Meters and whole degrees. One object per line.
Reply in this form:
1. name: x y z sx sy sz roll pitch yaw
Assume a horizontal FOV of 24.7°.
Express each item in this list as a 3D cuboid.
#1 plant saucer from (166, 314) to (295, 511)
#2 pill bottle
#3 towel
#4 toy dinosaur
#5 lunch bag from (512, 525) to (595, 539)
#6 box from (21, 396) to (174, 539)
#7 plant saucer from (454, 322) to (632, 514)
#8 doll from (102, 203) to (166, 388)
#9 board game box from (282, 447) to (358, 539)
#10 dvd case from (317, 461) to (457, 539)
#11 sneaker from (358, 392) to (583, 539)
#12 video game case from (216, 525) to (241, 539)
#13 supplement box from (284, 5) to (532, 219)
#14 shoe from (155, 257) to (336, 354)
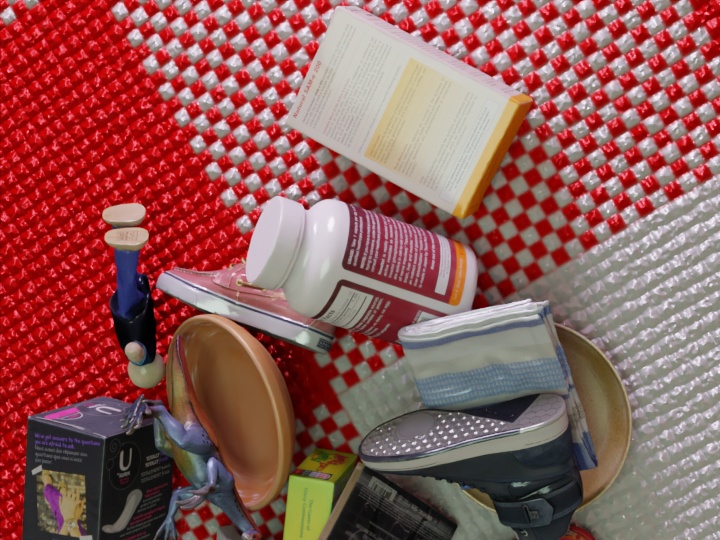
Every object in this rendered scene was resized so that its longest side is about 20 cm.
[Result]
1. plant saucer: -0.125 0.138 1.638 0.200 0.037 0.201 24 122 45
2. pill bottle: 0.000 0.000 1.544 0.199 0.113 0.113 19 106 -18
3. towel: 0.130 0.120 1.533 0.146 0.024 0.201 -11 121 18
4. toy dinosaur: -0.144 0.188 1.594 0.181 0.105 0.201 36 69 -14
5. lunch bag: 0.173 0.364 1.609 0.175 0.082 0.201 -21 93 19
6. box: -0.269 0.243 1.687 0.106 0.122 0.201 12 102 29
7. plant saucer: 0.166 0.142 1.599 0.199 0.035 0.201 3 100 15
8. doll: -0.226 0.039 1.648 0.048 0.137 0.201 -7 128 -7
9. board game box: -0.046 0.290 1.650 0.047 0.102 0.201 8 101 12
10. dvd case: 0.001 0.304 1.591 0.016 0.149 0.201 15 72 50
11. sneaker: 0.108 0.199 1.535 0.201 0.077 0.147 -9 121 17
12. video game case: -0.116 0.373 1.644 0.024 0.200 0.183 -1 100 -16
13. supplement box: 0.045 -0.152 1.566 0.199 0.074 0.126 30 106 10
14. shoe: -0.104 0.011 1.644 0.199 0.071 0.091 18 83 23
